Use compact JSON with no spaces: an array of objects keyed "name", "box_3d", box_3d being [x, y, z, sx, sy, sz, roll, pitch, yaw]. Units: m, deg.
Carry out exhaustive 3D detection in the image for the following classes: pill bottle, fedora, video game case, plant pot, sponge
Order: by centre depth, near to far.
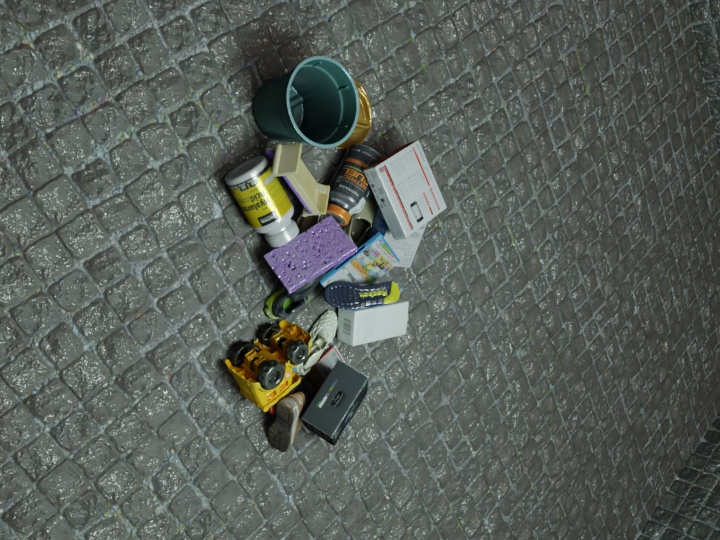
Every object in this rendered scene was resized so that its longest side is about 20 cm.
[{"name":"plant pot","box_3d":[-0.139,-0.384,1.593,0.200,0.196,0.201,-5,99,-38]},{"name":"pill bottle","box_3d":[-0.226,-0.159,1.614,0.111,0.111,0.200,-42,119,-25]},{"name":"sponge","box_3d":[-0.119,-0.040,1.640,0.200,0.030,0.112,-33,71,-14]},{"name":"fedora","box_3d":[-0.030,-0.411,1.746,0.200,0.082,0.202,-7,101,-37]},{"name":"pill bottle","box_3d":[-0.023,-0.217,1.759,0.106,0.106,0.201,37,71,-35]},{"name":"video game case","box_3d":[0.000,0.000,1.787,0.200,0.018,0.143,-38,142,1]},{"name":"video game case","box_3d":[-0.108,0.317,1.829,0.200,0.017,0.143,-43,119,-26]}]

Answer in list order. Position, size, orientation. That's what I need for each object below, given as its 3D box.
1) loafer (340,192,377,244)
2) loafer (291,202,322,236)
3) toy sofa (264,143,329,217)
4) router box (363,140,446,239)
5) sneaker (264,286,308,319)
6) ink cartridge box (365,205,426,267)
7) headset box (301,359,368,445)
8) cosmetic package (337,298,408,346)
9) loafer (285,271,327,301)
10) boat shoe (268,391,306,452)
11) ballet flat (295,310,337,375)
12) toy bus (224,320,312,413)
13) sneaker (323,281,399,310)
[{"name":"loafer","box_3d":[0.004,-0.144,1.818,0.076,0.068,0.201,30,78,-36]},{"name":"loafer","box_3d":[-0.140,-0.089,1.714,0.073,0.071,0.201,28,79,-36]},{"name":"toy sofa","box_3d":[-0.153,-0.211,1.618,0.200,0.097,0.083,55,37,-59]},{"name":"router box","box_3d":[0.119,-0.209,1.763,0.179,0.049,0.201,-36,108,-36]},{"name":"sneaker","box_3d":[-0.152,0.049,1.718,0.200,0.081,0.074,-53,123,-20]},{"name":"ink cartridge box","box_3d":[0.102,-0.115,1.855,0.136,0.076,0.201,4,115,-39]},{"name":"headset box","box_3d":[-0.061,0.337,1.729,0.174,0.093,0.200,-56,169,-18]},{"name":"cosmetic package","box_3d":[0.036,0.136,1.869,0.199,0.074,0.102,-7,108,-41]},{"name":"loafer","box_3d":[-0.118,-0.005,1.675,0.068,0.070,0.201,35,52,4]},{"name":"boat shoe","box_3d":[-0.177,0.381,1.711,0.072,0.076,0.200,-37,157,-47]},{"name":"ballet flat","box_3d":[-0.110,0.195,1.781,0.072,0.072,0.200,48,67,-31]},{"name":"toy bus","box_3d":[-0.208,0.252,1.681,0.200,0.135,0.193,-37,134,-30]},{"name":"sneaker","box_3d":[-0.002,0.068,1.776,0.199,0.082,0.074,1,82,-16]}]
